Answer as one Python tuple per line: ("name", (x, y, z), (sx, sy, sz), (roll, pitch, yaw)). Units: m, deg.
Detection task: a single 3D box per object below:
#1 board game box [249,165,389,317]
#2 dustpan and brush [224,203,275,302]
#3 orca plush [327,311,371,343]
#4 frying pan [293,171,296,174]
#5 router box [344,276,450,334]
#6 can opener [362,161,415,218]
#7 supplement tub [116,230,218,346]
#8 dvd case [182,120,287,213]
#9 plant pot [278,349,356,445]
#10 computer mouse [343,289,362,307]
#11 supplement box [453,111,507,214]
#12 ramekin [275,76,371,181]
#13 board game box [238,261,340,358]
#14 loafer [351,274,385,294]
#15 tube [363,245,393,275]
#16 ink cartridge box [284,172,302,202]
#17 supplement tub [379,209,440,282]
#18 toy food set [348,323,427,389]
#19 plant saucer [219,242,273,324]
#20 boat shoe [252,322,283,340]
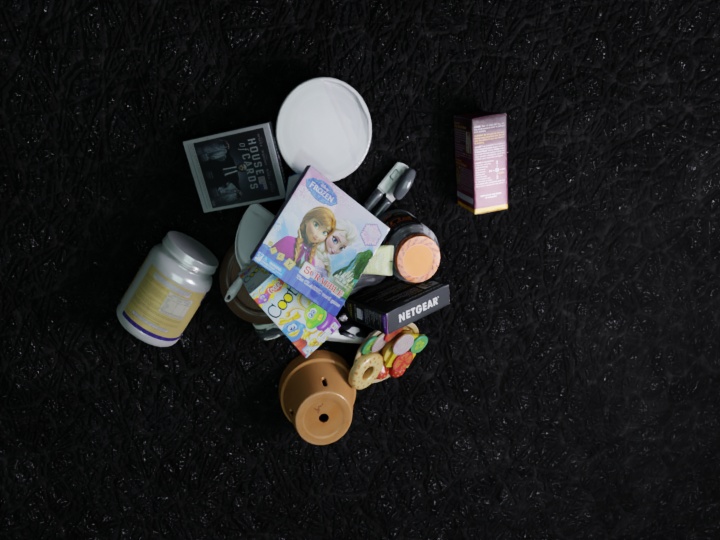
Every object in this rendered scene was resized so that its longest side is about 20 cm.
("board game box", (-0.074, -0.053, 1.011), (0.197, 0.041, 0.203), (34, 88, -20))
("dustpan and brush", (-0.230, -0.022, 1.144), (0.138, 0.057, 0.203), (34, 76, -3))
("orca plush", (-0.024, 0.132, 1.281), (0.193, 0.105, 0.074), (7, 75, -12))
("frying pan", (-0.104, -0.116, 1.185), (0.030, 0.114, 0.197), (-11, 72, 25))
("router box", (0.082, 0.067, 1.199), (0.196, 0.147, 0.053), (-21, 114, -35))
("can opener", (0.047, -0.153, 1.204), (0.053, 0.067, 0.201), (38, 96, -20))
("supplement tub", (-0.399, 0.037, 1.125), (0.143, 0.146, 0.203), (33, 99, -20))
("dvd case", (-0.255, -0.209, 1.106), (0.193, 0.025, 0.155), (-8, 110, 15))
("plant pot", (-0.096, 0.316, 1.285), (0.192, 0.140, 0.207), (-4, 110, -11))
("computer mouse", (-0.037, 0.051, 1.245), (0.043, 0.111, 0.201), (-26, 122, 25))
("supplement box", (0.268, -0.243, 1.201), (0.083, 0.111, 0.207), (-10, 110, -9))
("ramekin", (-0.079, -0.292, 1.117), (0.195, 0.094, 0.210), (-4, 108, -10))
("board game box", (-0.144, 0.061, 1.109), (0.104, 0.103, 0.202), (-40, 123, -5))
("loafer", (0.000, 0.000, 1.196), (0.198, 0.066, 0.073), (-22, 119, -50))
("tube", (-0.030, -0.022, 1.094), (0.192, 0.058, 0.054), (2, 84, 4))
("ink cartridge box", (-0.071, -0.105, 1.125), (0.198, 0.066, 0.120), (30, 60, -49))
("supplement tub", (0.099, -0.054, 1.176), (0.118, 0.200, 0.127), (-4, 109, -11))
("toy food set", (0.066, 0.200, 1.292), (0.196, 0.049, 0.202), (9, 118, -42))
("plant saucer", (-0.213, 0.015, 1.181), (0.192, 0.034, 0.209), (0, 86, -7))
("boat shoe", (-0.152, 0.100, 1.243), (0.193, 0.077, 0.062), (-18, 130, -3))
